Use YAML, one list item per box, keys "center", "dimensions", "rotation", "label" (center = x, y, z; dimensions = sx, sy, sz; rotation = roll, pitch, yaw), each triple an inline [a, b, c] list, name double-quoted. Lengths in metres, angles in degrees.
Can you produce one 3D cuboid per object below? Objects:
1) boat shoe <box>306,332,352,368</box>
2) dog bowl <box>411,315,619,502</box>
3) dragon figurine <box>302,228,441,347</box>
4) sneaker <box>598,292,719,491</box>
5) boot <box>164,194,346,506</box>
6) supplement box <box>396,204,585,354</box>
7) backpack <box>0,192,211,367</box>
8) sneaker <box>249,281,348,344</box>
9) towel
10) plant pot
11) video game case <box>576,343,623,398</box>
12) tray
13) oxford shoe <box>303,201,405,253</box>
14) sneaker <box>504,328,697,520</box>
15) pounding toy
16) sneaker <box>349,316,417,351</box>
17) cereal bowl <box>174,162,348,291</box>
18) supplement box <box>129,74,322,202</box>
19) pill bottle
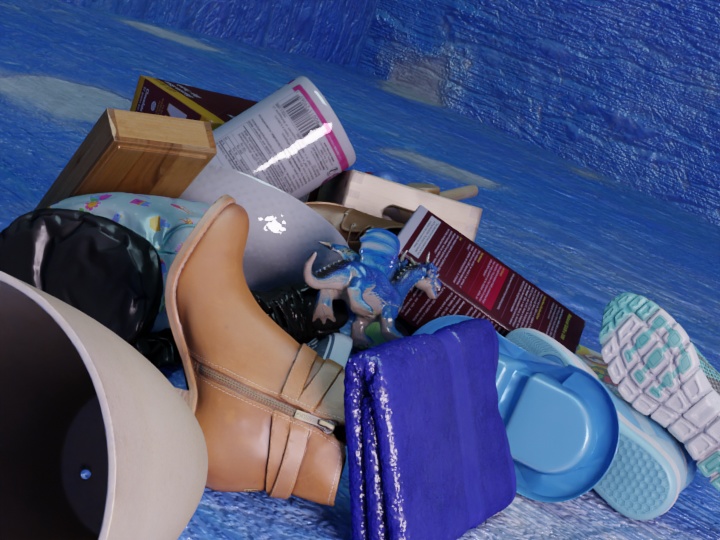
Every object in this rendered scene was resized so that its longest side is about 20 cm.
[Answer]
- center: [-0.062, 0.085, 0.986]
  dimensions: [0.091, 0.071, 0.200]
  rotation: [18, 14, 0]
  label: "boat shoe"
- center: [0.123, 0.114, 1.052]
  dimensions: [0.200, 0.112, 0.050]
  rotation: [25, 1, 26]
  label: "dog bowl"
- center: [0.000, 0.000, 1.062]
  dimensions: [0.059, 0.100, 0.200]
  rotation: [-11, -29, 32]
  label: "dragon figurine"
- center: [0.278, 0.104, 1.086]
  dimensions: [0.200, 0.078, 0.091]
  rotation: [54, 18, 9]
  label: "sneaker"
- center: [-0.063, 0.055, 0.871]
  dimensions: [0.155, 0.201, 0.077]
  rotation: [14, -24, 5]
  label: "boot"
- center: [0.110, 0.034, 1.203]
  dimensions: [0.200, 0.061, 0.109]
  rotation: [35, 30, 1]
  label: "supplement box"
- center: [-0.181, 0.000, 1.044]
  dimensions: [0.166, 0.127, 0.200]
  rotation: [21, 10, 21]
  label: "backpack"
- center: [-0.059, 0.036, 1.082]
  dimensions: [0.104, 0.060, 0.200]
  rotation: [-13, -2, -5]
  label: "sneaker"
- center: [0.047, 0.116, 0.892]
  dimensions: [0.049, 0.148, 0.200]
  rotation: [-8, 0, 28]
  label: "towel"
- center: [-0.158, 0.100, 0.639]
  dimensions: [0.187, 0.188, 0.200]
  rotation: [24, 1, 20]
  label: "plant pot"
- center: [0.239, 0.114, 1.372]
  dimensions: [0.143, 0.018, 0.200]
  rotation: [24, 15, 18]
  label: "video game case"
- center: [-0.219, -0.067, 1.136]
  dimensions: [0.098, 0.200, 0.037]
  rotation: [3, 58, -37]
  label: "tray"
- center: [-0.007, -0.035, 1.327]
  dimensions: [0.199, 0.072, 0.071]
  rotation: [7, -6, -12]
  label: "oxford shoe"
- center: [0.211, 0.129, 1.117]
  dimensions: [0.200, 0.080, 0.130]
  rotation: [50, 24, 22]
  label: "sneaker"
- center: [0.055, -0.058, 1.474]
  dimensions: [0.199, 0.143, 0.184]
  rotation: [16, -1, -13]
  label: "pounding toy"
- center: [0.054, 0.036, 1.292]
  dimensions: [0.077, 0.084, 0.200]
  rotation: [22, 15, 12]
  label: "sneaker"
- center: [-0.115, -0.019, 1.216]
  dimensions: [0.200, 0.083, 0.200]
  rotation: [24, -17, 8]
  label: "cereal bowl"
- center: [-0.161, -0.131, 1.552]
  dimensions: [0.200, 0.133, 0.197]
  rotation: [8, 18, -38]
  label: "supplement box"
- center: [-0.116, -0.113, 1.380]
  dimensions: [0.114, 0.200, 0.113]
  rotation: [57, -4, 7]
  label: "pill bottle"
